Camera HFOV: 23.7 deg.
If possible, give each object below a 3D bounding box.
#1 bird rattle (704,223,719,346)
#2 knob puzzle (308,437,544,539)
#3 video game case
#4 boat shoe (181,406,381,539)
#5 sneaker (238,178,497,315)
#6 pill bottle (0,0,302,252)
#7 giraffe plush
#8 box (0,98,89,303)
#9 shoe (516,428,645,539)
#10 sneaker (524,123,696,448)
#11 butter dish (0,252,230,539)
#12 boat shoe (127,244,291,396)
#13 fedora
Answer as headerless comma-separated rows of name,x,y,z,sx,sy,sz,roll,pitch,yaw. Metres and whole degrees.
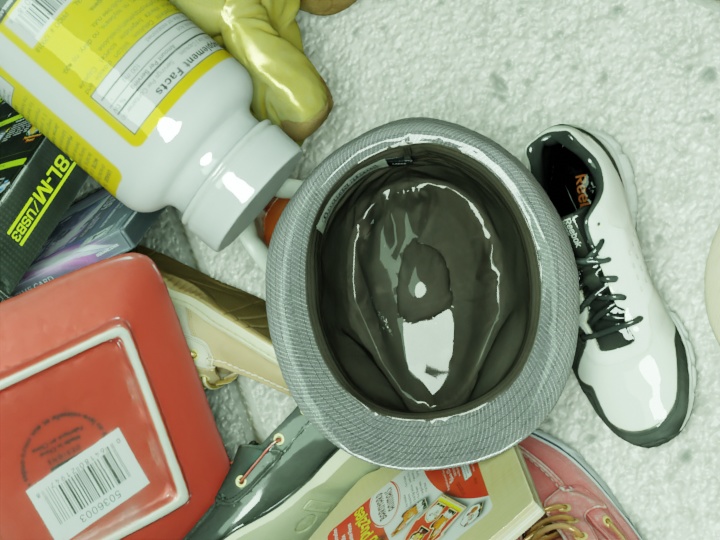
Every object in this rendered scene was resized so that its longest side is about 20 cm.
bird rattle,0.248,-0.012,0.938,0.163,0.112,0.200,-52,58,28
knob puzzle,0.016,0.166,0.965,0.219,0.220,0.030,-38,106,17
video game case,-0.208,-0.012,1.155,0.199,0.143,0.019,-25,109,24
boat shoe,-0.052,0.138,1.079,0.201,0.074,0.063,-42,60,11
sneaker,0.000,0.000,1.074,0.199,0.079,0.079,23,90,28
pill bottle,-0.135,-0.106,1.033,0.200,0.111,0.111,41,101,2
giraffe plush,-0.064,-0.194,1.115,0.172,0.201,0.162,14,52,43
box,-0.248,-0.053,1.145,0.199,0.048,0.194,-13,39,48
shoe,0.115,0.156,0.975,0.072,0.091,0.200,-50,63,11
sneaker,0.137,0.007,1.001,0.073,0.080,0.201,-23,73,20
butter dish,-0.209,0.100,1.097,0.148,0.199,0.201,19,131,60
boat shoe,-0.103,0.045,1.129,0.199,0.074,0.070,26,104,31
fedora,0.036,0.017,0.992,0.175,0.090,0.202,-14,79,2
